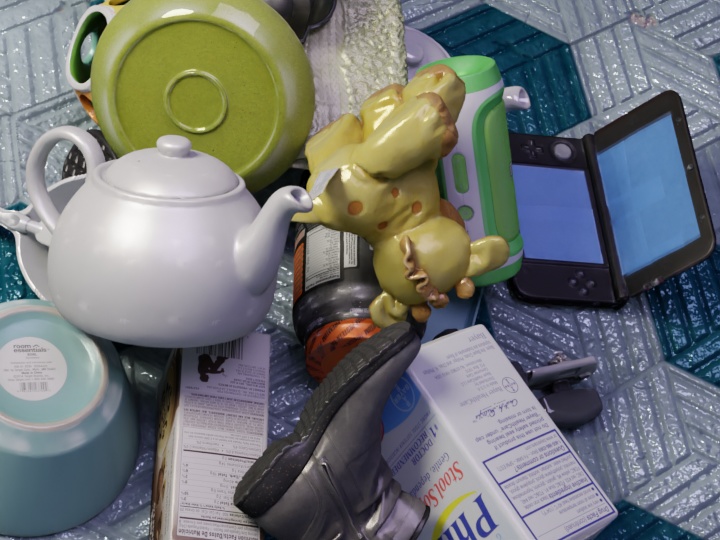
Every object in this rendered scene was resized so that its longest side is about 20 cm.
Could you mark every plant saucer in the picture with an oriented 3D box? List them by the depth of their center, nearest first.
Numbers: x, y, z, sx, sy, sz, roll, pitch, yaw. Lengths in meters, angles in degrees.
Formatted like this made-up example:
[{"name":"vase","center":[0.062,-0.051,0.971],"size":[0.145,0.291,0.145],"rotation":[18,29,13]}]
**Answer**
[{"name":"plant saucer","center":[-0.139,-0.149,1.499],"size":[0.199,0.201,0.031],"rotation":[22,23,-3]},{"name":"plant saucer","center":[0.081,0.018,1.650],"size":[0.070,0.019,0.201],"rotation":[21,54,-5]}]

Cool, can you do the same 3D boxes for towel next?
[{"name":"towel","center":[-0.025,-0.182,1.574],"size":[0.147,0.037,0.201],"rotation":[-1,68,-6]}]

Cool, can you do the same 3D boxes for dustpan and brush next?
[{"name":"dustpan and brush","center":[-0.272,-0.032,1.526],"size":[0.199,0.057,0.140],"rotation":[15,83,30]}]

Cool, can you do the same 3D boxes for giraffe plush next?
[{"name":"giraffe plush","center":[0.039,-0.049,1.454],"size":[0.162,0.172,0.200],"rotation":[53,43,-17]}]

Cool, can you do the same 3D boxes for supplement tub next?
[{"name":"supplement tub","center":[0.000,0.000,1.570],"size":[0.122,0.123,0.201],"rotation":[9,56,-13]}]

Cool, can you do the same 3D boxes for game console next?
[{"name":"game console","center":[0.231,-0.076,1.702],"size":[0.171,0.119,0.201],"rotation":[4,56,-17]}]

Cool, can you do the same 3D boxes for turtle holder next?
[{"name":"turtle holder","center":[-0.184,-0.200,1.577],"size":[0.131,0.186,0.141],"rotation":[16,31,-38]}]

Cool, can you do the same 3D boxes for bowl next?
[{"name":"bowl","center":[-0.269,0.104,1.420],"size":[0.200,0.105,0.202],"rotation":[9,56,-14]}]

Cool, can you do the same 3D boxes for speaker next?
[{"name":"speaker","center":[0.100,-0.091,1.598],"size":[0.088,0.201,0.089],"rotation":[-8,21,3]}]

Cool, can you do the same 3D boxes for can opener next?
[{"name":"can opener","center":[0.134,0.115,1.582],"size":[0.199,0.053,0.067],"rotation":[-7,61,-22]}]

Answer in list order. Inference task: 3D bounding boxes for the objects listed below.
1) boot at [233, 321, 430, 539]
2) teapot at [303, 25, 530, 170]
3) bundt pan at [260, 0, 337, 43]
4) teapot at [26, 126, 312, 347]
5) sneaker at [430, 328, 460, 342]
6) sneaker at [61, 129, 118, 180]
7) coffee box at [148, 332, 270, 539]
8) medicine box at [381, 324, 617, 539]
[{"name":"boot","center":[0.008,0.148,1.352],"size":[0.132,0.070,0.200],"rotation":[41,92,-10]},{"name":"teapot","center":[0.022,-0.169,1.675],"size":[0.199,0.146,0.198],"rotation":[-27,69,-30]},{"name":"bundt pan","center":[-0.099,-0.297,1.534],"size":[0.201,0.076,0.203],"rotation":[6,68,-14]},{"name":"teapot","center":[-0.159,-0.036,1.389],"size":[0.199,0.147,0.197],"rotation":[-1,19,-16]},{"name":"sneaker","center":[0.116,0.140,1.526],"size":[0.079,0.074,0.201],"rotation":[-37,104,-47]},{"name":"sneaker","center":[-0.200,-0.044,1.579],"size":[0.200,0.072,0.083],"rotation":[54,18,28]},{"name":"coffee box","center":[-0.125,0.160,1.427],"size":[0.079,0.113,0.201],"rotation":[9,56,-14]},{"name":"medicine box","center":[0.080,0.182,1.430],"size":[0.103,0.182,0.200],"rotation":[-17,64,-40]}]
